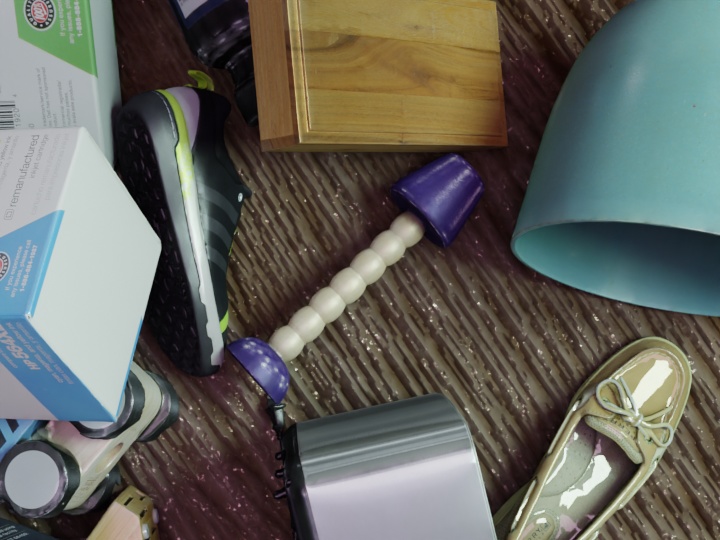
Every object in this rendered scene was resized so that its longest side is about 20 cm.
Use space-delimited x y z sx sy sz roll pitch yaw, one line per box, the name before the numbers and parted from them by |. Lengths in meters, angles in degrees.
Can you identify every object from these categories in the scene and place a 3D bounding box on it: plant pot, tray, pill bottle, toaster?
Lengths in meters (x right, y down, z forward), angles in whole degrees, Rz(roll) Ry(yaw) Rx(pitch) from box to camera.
plant pot | 0.205 -0.074 0.808 0.200 0.201 0.162 13 77 -1
tray | 0.018 -0.125 0.810 0.037 0.200 0.099 -5 90 43
pill bottle | -0.076 -0.201 0.838 0.111 0.112 0.201 -25 91 -1
toaster | 0.017 0.169 0.808 0.118 0.181 0.201 -14 91 -4

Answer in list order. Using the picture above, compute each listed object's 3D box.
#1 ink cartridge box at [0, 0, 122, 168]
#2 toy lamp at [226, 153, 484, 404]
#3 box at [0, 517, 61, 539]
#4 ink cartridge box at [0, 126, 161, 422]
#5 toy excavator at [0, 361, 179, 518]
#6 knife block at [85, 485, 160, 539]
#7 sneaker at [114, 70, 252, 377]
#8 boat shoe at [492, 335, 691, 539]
ink cartridge box | -0.260 -0.134 0.826 0.199 0.084 0.147 -1 115 -1
toy lamp | 0.000 0.000 0.859 0.200 0.058 0.058 -42 91 -9
box | -0.291 0.239 0.767 0.196 0.124 0.201 15 102 19
ink cartridge box | -0.243 0.005 0.772 0.199 0.125 0.129 -1 58 15
toy excavator | -0.250 0.088 0.855 0.200 0.100 0.195 40 90 13
knife block | -0.209 0.258 0.859 0.175 0.064 0.201 -10 91 -2
sneaker | -0.100 -0.029 0.857 0.083 0.072 0.201 -19 111 -37
boat shoe | 0.154 0.129 0.862 0.073 0.063 0.201 42 84 1
